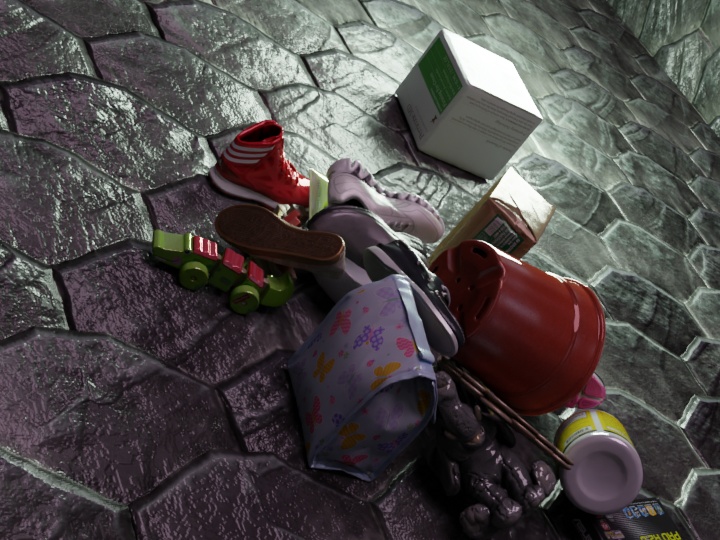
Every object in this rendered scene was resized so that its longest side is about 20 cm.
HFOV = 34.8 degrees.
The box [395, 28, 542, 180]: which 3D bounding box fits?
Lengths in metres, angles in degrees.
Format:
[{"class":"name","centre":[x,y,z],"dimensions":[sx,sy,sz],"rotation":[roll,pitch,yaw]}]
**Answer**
[{"class":"box","centre":[0.209,-0.324,2.249],"dimensions":[0.199,0.172,0.200],"rotation":[18,36,-32]}]

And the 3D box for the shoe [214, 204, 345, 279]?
[{"class":"shoe","centre":[-0.107,-0.034,1.531],"dimensions":[0.198,0.054,0.070],"rotation":[18,61,24]}]

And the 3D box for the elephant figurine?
[{"class":"elephant figurine","centre":[0.145,0.224,1.452],"dimensions":[0.141,0.155,0.201],"rotation":[-23,73,-48]}]

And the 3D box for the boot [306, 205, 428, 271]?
[{"class":"boot","centre":[0.023,-0.005,1.555],"dimensions":[0.199,0.070,0.132],"rotation":[18,42,-27]}]

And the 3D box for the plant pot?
[{"class":"plant pot","centre":[0.187,0.065,1.523],"dimensions":[0.195,0.201,0.202],"rotation":[29,30,-37]}]

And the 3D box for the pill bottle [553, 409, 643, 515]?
[{"class":"pill bottle","centre":[0.330,0.261,1.620],"dimensions":[0.112,0.113,0.200],"rotation":[40,9,1]}]

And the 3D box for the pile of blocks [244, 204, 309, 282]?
[{"class":"pile of blocks","centre":[-0.117,-0.051,1.624],"dimensions":[0.082,0.062,0.201],"rotation":[30,31,-17]}]

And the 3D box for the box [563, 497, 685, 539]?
[{"class":"box","centre":[0.394,0.401,1.609],"dimensions":[0.199,0.044,0.161],"rotation":[7,42,-43]}]

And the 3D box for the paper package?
[{"class":"paper package","centre":[0.195,-0.040,1.811],"dimensions":[0.103,0.200,0.191],"rotation":[42,27,-1]}]

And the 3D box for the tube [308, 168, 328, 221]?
[{"class":"tube","centre":[-0.045,-0.113,1.747],"dimensions":[0.058,0.052,0.200],"rotation":[51,15,9]}]

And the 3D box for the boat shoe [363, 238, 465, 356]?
[{"class":"boat shoe","centre":[0.079,0.027,1.454],"dimensions":[0.060,0.076,0.200],"rotation":[-23,54,-23]}]

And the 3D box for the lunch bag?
[{"class":"lunch bag","centre":[0.016,0.128,1.394],"dimensions":[0.126,0.200,0.170],"rotation":[18,35,-32]}]

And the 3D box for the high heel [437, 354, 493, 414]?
[{"class":"high heel","centre":[0.164,0.181,1.660],"dimensions":[0.144,0.071,0.200],"rotation":[68,15,-2]}]

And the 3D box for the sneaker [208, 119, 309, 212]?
[{"class":"sneaker","centre":[-0.117,-0.153,1.708],"dimensions":[0.199,0.116,0.079],"rotation":[6,43,-44]}]

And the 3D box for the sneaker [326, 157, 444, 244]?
[{"class":"sneaker","centre":[0.033,-0.082,1.674],"dimensions":[0.199,0.075,0.082],"rotation":[26,45,-19]}]

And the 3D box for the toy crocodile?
[{"class":"toy crocodile","centre":[-0.179,-0.003,1.489],"dimensions":[0.199,0.062,0.068],"rotation":[27,32,-21]}]

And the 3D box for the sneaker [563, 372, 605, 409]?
[{"class":"sneaker","centre":[0.285,0.152,1.743],"dimensions":[0.198,0.074,0.087],"rotation":[17,10,29]}]

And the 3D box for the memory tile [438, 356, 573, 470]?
[{"class":"memory tile","centre":[0.189,0.188,1.498],"dimensions":[0.200,0.017,0.153],"rotation":[41,-3,-39]}]

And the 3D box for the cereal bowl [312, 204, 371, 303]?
[{"class":"cereal bowl","centre":[0.000,0.000,1.666],"dimensions":[0.199,0.083,0.201],"rotation":[28,32,-19]}]
